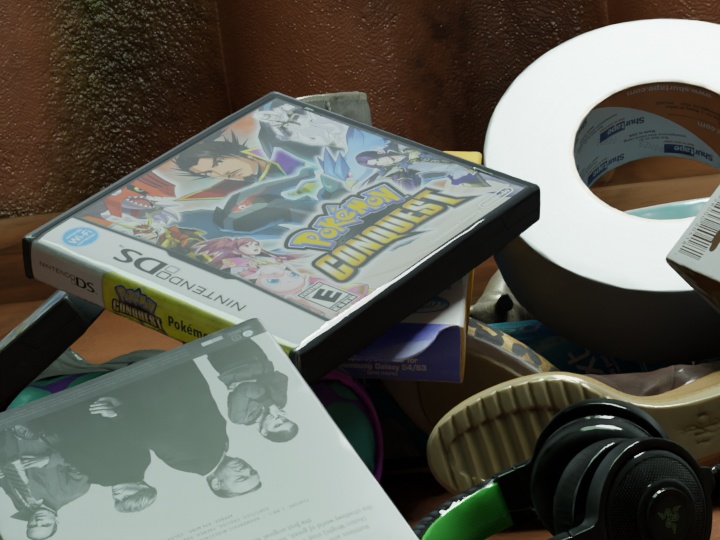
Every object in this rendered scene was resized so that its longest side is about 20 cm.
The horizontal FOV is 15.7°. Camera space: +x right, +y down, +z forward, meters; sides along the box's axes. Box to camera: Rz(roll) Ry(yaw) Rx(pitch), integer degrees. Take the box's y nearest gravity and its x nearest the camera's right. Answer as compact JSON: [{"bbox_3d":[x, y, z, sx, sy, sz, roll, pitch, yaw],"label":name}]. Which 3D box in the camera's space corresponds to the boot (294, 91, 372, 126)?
[{"bbox_3d":[-0.033,-0.007,1.620,0.072,0.201,0.182,-4,7,30],"label":"boot"}]

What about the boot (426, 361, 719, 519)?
[{"bbox_3d":[0.137,0.086,1.332,0.199,0.073,0.166,-8,-5,4],"label":"boot"}]

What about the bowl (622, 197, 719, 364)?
[{"bbox_3d":[0.233,0.015,1.569,0.200,0.105,0.201,-8,6,1],"label":"bowl"}]

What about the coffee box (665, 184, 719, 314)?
[{"bbox_3d":[0.253,0.019,1.274,0.080,0.114,0.200,-52,26,-4],"label":"coffee box"}]

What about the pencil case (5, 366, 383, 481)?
[{"bbox_3d":[-0.089,0.095,1.316,0.200,0.093,0.085,-6,-25,37],"label":"pencil case"}]

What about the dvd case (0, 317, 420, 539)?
[{"bbox_3d":[-0.072,0.100,1.065,0.150,0.025,0.200,-20,36,-14],"label":"dvd case"}]

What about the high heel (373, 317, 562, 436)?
[{"bbox_3d":[0.033,0.028,1.435,0.199,0.072,0.143,13,27,-4],"label":"high heel"}]

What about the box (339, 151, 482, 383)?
[{"bbox_3d":[0.000,0.000,1.371,0.119,0.042,0.200,2,34,5],"label":"box"}]

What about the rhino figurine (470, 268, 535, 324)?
[{"bbox_3d":[0.105,0.035,1.609,0.060,0.088,0.200,-4,7,29],"label":"rhino figurine"}]

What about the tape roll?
[{"bbox_3d":[0.169,-0.046,1.447,0.200,0.066,0.201,-3,51,3],"label":"tape roll"}]

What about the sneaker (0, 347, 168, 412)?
[{"bbox_3d":[-0.189,0.087,1.574,0.200,0.076,0.091,-7,15,42],"label":"sneaker"}]

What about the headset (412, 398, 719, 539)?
[{"bbox_3d":[0.119,0.110,1.136,0.200,0.094,0.124,-23,12,-4],"label":"headset"}]

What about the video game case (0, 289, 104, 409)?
[{"bbox_3d":[-0.204,0.058,1.465,0.200,0.026,0.181,-41,5,17],"label":"video game case"}]

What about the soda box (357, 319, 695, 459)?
[{"bbox_3d":[0.089,0.064,1.478,0.199,0.064,0.068,-6,7,9],"label":"soda box"}]

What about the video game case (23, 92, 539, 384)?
[{"bbox_3d":[-0.039,-0.021,1.330,0.180,0.026,0.200,21,38,32],"label":"video game case"}]

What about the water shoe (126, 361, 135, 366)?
[{"bbox_3d":[-0.077,0.075,1.423,0.200,0.072,0.079,-2,43,38],"label":"water shoe"}]
